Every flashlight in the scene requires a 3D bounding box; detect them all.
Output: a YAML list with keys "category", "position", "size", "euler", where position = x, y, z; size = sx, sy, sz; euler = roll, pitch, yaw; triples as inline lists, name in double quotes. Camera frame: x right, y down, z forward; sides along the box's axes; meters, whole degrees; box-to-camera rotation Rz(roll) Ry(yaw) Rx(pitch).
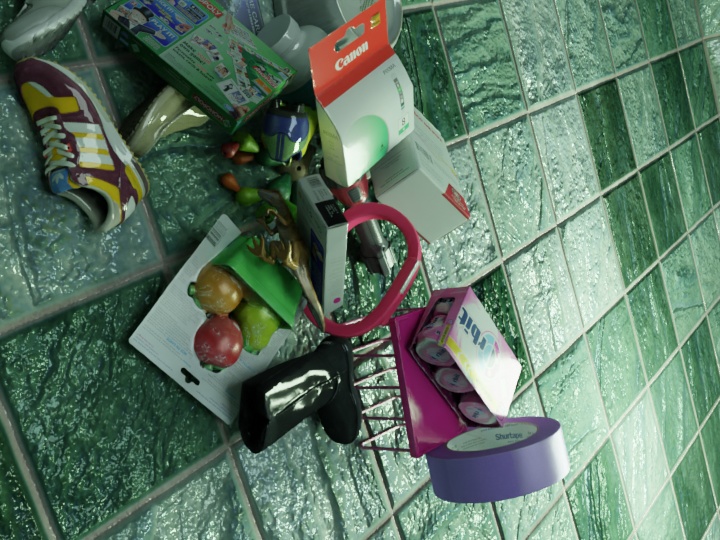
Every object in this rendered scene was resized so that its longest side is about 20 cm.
- category: "flashlight"
  position: [-0.001, -0.086, 1.247]
  size: [0.068, 0.068, 0.200]
  euler: [-57, 139, -35]

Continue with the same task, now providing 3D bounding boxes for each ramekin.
- category: "ramekin"
  position: [-0.025, -0.396, 1.255]
  size: [0.200, 0.105, 0.201]
  euler: [9, 78, -48]

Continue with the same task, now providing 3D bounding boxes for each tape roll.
- category: "tape roll"
  position: [0.196, 0.270, 1.201]
  size: [0.200, 0.200, 0.066]
  euler: [-13, 90, -49]

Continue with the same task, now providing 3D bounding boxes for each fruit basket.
- category: "fruit basket"
  position: [-0.173, 0.061, 1.048]
  size: [0.185, 0.094, 0.200]
  euler: [48, 67, -33]

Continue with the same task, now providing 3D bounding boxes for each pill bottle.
- category: "pill bottle"
  position: [-0.062, -0.269, 1.185]
  size: [0.200, 0.111, 0.111]
  euler: [40, 56, -39]

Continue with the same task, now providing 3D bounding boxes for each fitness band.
- category: "fitness band"
  position: [0.000, 0.000, 1.167]
  size: [0.200, 0.143, 0.037]
  euler: [-57, 160, -5]

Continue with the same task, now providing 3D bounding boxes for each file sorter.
- category: "file sorter"
  position: [0.060, 0.160, 1.249]
  size: [0.139, 0.125, 0.200]
  euler: [-14, 95, -50]

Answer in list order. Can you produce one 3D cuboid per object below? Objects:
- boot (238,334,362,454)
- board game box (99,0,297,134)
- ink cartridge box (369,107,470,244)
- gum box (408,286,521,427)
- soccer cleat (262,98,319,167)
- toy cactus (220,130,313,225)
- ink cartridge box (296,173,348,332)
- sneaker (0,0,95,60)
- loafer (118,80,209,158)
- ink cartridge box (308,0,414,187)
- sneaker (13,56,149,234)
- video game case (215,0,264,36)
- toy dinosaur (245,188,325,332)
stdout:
- category: "boot"
  position: [-0.077, 0.191, 1.102]
  size: [0.200, 0.066, 0.165]
  euler: [-29, 115, -58]
- category: "board game box"
  position: [-0.191, -0.268, 1.005]
  size: [0.200, 0.029, 0.135]
  euler: [40, 49, -1]
- category: "ink cartridge box"
  position: [0.081, -0.163, 1.297]
  size: [0.146, 0.083, 0.200]
  euler: [37, 29, -39]
- category: "gum box"
  position: [0.155, 0.125, 1.218]
  size: [0.200, 0.066, 0.114]
  euler: [54, 46, -31]
- category: "soccer cleat"
  position: [-0.091, -0.178, 1.081]
  size: [0.200, 0.065, 0.084]
  euler: [-68, 169, -79]
- category: "toy cactus"
  position: [-0.102, -0.129, 1.148]
  size: [0.200, 0.102, 0.165]
  euler: [47, 41, -23]
- category: "ink cartridge box"
  position: [-0.053, -0.019, 1.072]
  size: [0.037, 0.095, 0.200]
  euler: [-15, 141, -20]
- category: "sneaker"
  position: [-0.344, -0.308, 0.917]
  size: [0.082, 0.075, 0.200]
  euler: [39, 49, -21]
- category: "loafer"
  position: [-0.222, -0.200, 1.021]
  size: [0.068, 0.076, 0.200]
  euler: [48, 50, -24]
- category: "ink cartridge box"
  position: [0.008, -0.235, 1.106]
  size: [0.161, 0.050, 0.200]
  euler: [-44, 148, -32]
- category: "sneaker"
  position: [-0.315, -0.134, 0.906]
  size: [0.200, 0.075, 0.090]
  euler: [55, 43, -27]
- category: "video game case"
  position: [-0.212, -0.361, 1.101]
  size: [0.200, 0.019, 0.143]
  euler: [-21, 101, -49]
- category: "toy dinosaur"
  position: [-0.082, -0.017, 1.038]
  size: [0.106, 0.060, 0.200]
  euler: [-9, 78, -63]
